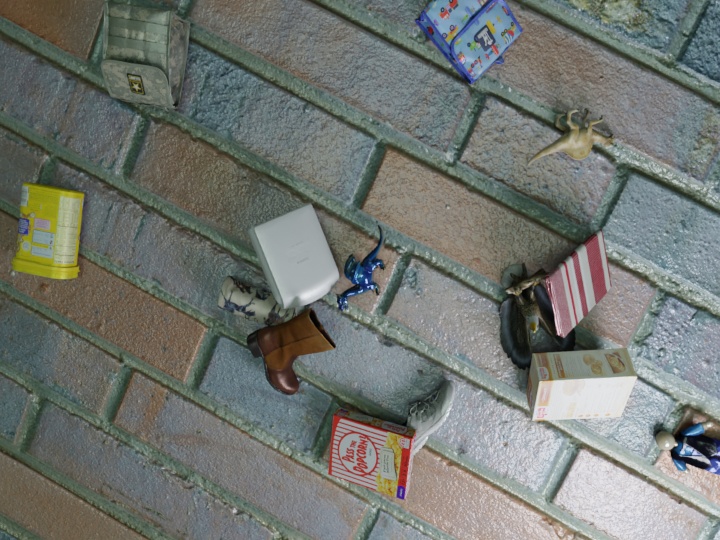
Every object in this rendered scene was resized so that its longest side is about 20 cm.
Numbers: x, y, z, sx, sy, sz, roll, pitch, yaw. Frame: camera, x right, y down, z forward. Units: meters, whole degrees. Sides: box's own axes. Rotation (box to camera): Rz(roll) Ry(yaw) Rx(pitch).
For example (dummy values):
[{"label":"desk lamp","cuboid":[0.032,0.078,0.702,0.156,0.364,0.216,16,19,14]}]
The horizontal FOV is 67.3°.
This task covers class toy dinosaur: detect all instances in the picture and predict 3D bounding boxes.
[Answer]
[{"label":"toy dinosaur","cuboid":[0.451,-0.286,1.155,0.192,0.058,0.105,-11,96,7]}]

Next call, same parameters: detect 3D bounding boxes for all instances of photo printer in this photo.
[{"label":"photo printer","cuboid":[-0.143,-0.026,1.212,0.162,0.069,0.206,-24,94,-25]}]

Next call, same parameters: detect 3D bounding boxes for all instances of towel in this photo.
[{"label":"towel","cuboid":[0.458,0.024,1.132,0.197,0.022,0.148,-34,116,-28]}]

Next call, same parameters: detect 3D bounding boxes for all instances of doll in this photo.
[{"label":"doll","cuboid":[0.754,0.396,1.194,0.193,0.048,0.142,14,106,11]}]

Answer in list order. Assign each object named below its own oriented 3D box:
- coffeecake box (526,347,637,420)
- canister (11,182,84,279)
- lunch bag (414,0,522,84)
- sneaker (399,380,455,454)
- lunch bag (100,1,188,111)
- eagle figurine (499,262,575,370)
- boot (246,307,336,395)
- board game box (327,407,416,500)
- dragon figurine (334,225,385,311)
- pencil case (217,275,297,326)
[{"label":"coffeecake box","cuboid":[0.465,0.247,1.161,0.192,0.075,0.157,-4,135,6]},{"label":"canister","cuboid":[-0.743,-0.096,1.294,0.143,0.087,0.208,10,95,5]},{"label":"lunch bag","cuboid":[0.237,-0.517,1.152,0.150,0.094,0.200,-43,102,7]},{"label":"sneaker","cuboid":[0.145,0.328,1.241,0.081,0.075,0.203,36,99,0]},{"label":"lunch bag","cuboid":[-0.483,-0.474,1.213,0.157,0.118,0.208,10,103,4]},{"label":"eagle figurine","cuboid":[0.375,0.099,1.184,0.148,0.151,0.204,9,136,43]},{"label":"boot","cuboid":[-0.135,0.187,1.223,0.195,0.069,0.193,-20,107,26]},{"label":"board game box","cuboid":[0.025,0.421,1.251,0.193,0.046,0.158,10,104,19]},{"label":"dragon figurine","cuboid":[0.000,0.000,1.215,0.096,0.059,0.208,6,105,-24]},{"label":"pencil case","cuboid":[-0.238,0.074,1.259,0.193,0.090,0.080,17,126,5]}]
